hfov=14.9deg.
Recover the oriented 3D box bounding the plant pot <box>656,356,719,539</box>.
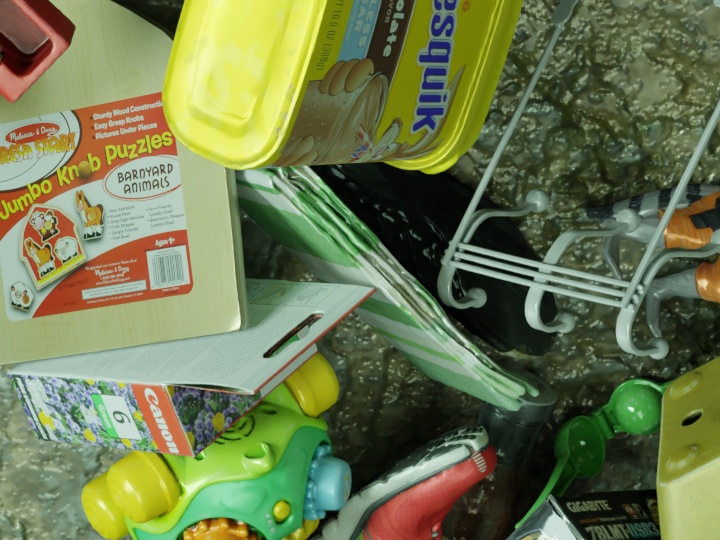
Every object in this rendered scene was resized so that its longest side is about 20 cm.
[{"bbox_3d":[0.263,0.137,1.512,0.195,0.194,0.200,-28,110,20],"label":"plant pot"}]

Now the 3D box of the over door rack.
[{"bbox_3d":[0.134,-0.060,1.456,0.066,0.147,0.201,23,84,-44],"label":"over door rack"}]

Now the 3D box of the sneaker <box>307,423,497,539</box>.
[{"bbox_3d":[0.027,0.161,1.590,0.085,0.077,0.200,50,130,9],"label":"sneaker"}]

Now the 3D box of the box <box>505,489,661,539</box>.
[{"bbox_3d":[0.102,0.209,1.604,0.200,0.050,0.198,-49,154,20],"label":"box"}]

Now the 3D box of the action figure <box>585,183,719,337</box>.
[{"bbox_3d":[0.219,-0.054,1.520,0.193,0.105,0.200,-30,139,6],"label":"action figure"}]

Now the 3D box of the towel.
[{"bbox_3d":[0.000,0.000,1.516,0.200,0.152,0.023,42,81,-20],"label":"towel"}]

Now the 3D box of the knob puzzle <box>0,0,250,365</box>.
[{"bbox_3d":[-0.143,-0.057,1.498,0.219,0.030,0.221,1,91,30],"label":"knob puzzle"}]

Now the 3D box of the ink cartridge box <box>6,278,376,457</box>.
[{"bbox_3d":[-0.086,0.051,1.494,0.199,0.109,0.051,3,122,44],"label":"ink cartridge box"}]

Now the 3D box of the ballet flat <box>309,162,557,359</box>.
[{"bbox_3d":[0.037,-0.021,1.562,0.200,0.067,0.057,42,148,-19],"label":"ballet flat"}]

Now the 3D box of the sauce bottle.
[{"bbox_3d":[0.064,0.152,1.633,0.066,0.066,0.201,19,115,-11],"label":"sauce bottle"}]

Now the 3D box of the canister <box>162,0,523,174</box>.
[{"bbox_3d":[-0.005,-0.123,1.404,0.086,0.200,0.149,25,106,27],"label":"canister"}]

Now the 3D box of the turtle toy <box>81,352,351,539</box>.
[{"bbox_3d":[-0.075,0.130,1.568,0.145,0.200,0.101,-31,87,-21],"label":"turtle toy"}]

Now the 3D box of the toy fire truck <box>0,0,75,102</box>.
[{"bbox_3d":[-0.234,-0.094,1.455,0.200,0.141,0.049,-41,111,16],"label":"toy fire truck"}]

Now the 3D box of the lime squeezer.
[{"bbox_3d":[0.155,0.089,1.609,0.200,0.071,0.038,-33,90,-18],"label":"lime squeezer"}]
